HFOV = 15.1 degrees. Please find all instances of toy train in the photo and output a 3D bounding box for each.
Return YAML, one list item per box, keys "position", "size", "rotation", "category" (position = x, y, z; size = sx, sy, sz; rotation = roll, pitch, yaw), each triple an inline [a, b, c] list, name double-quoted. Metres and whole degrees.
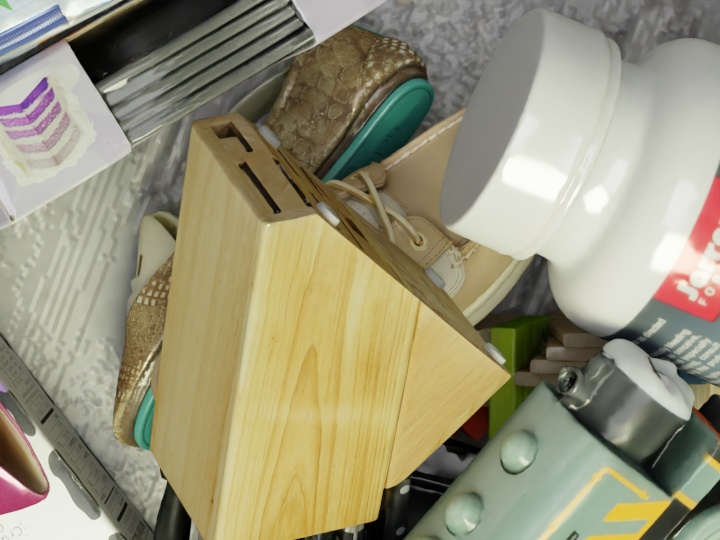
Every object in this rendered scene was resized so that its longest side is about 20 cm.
- position: [0.067, 0.116, 1.013]
  size: [0.200, 0.085, 0.114]
  rotation: [-48, 128, 8]
  category: "toy train"

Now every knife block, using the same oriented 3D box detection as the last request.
- position: [-0.043, 0.059, 0.989]
  size: [0.176, 0.064, 0.200]
  rotation: [-44, 138, 6]
  category: "knife block"

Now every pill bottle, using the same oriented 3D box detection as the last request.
- position: [0.138, -0.019, 1.021]
  size: [0.200, 0.120, 0.120]
  rotation: [22, 95, -12]
  category: "pill bottle"

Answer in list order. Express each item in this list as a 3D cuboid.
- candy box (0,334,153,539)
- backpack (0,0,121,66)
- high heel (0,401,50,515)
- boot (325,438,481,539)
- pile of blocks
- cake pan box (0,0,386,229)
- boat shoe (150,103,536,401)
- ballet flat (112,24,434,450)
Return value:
- position: [-0.200, 0.101, 1.113]
  size: [0.168, 0.072, 0.200]
  rotation: [-37, 94, 3]
  category: "candy box"
- position: [-0.159, -0.143, 0.943]
  size: [0.190, 0.200, 0.154]
  rotation: [-17, 103, 5]
  category: "backpack"
- position: [-0.179, 0.006, 1.001]
  size: [0.096, 0.067, 0.200]
  rotation: [1, 116, 26]
  category: "high heel"
- position: [0.029, 0.150, 1.116]
  size: [0.211, 0.079, 0.158]
  rotation: [19, 90, 6]
  category: "boot"
- position: [0.106, 0.051, 1.106]
  size: [0.200, 0.082, 0.062]
  rotation: [-1, 96, -1]
  category: "pile of blocks"
- position: [-0.089, -0.070, 1.008]
  size: [0.184, 0.200, 0.052]
  rotation: [-35, 97, -23]
  category: "cake pan box"
- position: [0.000, 0.000, 1.061]
  size: [0.200, 0.069, 0.074]
  rotation: [-45, 56, -4]
  category: "boat shoe"
- position: [-0.050, -0.019, 1.115]
  size: [0.065, 0.071, 0.200]
  rotation: [39, 92, 23]
  category: "ballet flat"
